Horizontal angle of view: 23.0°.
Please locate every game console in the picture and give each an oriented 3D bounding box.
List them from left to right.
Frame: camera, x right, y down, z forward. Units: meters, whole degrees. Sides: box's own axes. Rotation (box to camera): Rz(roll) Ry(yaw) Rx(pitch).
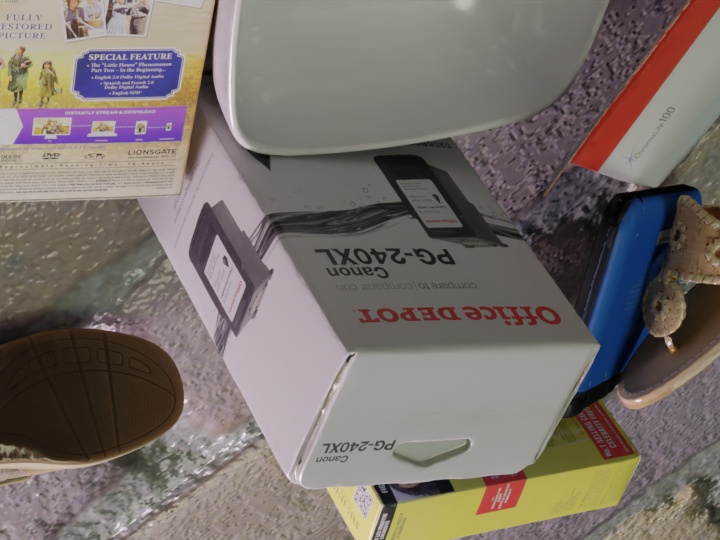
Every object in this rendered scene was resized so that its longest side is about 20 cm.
[{"bbox_3d":[0.102,0.022,1.009,0.200,0.118,0.172,-12,119,-68],"label":"game console"}]

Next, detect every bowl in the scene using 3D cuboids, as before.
[{"bbox_3d":[0.022,-0.154,0.801,0.199,0.075,0.200,-11,136,-27],"label":"bowl"}]

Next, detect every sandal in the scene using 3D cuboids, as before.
[{"bbox_3d":[0.202,-0.022,0.959,0.212,0.078,0.070,-40,106,0],"label":"sandal"}]

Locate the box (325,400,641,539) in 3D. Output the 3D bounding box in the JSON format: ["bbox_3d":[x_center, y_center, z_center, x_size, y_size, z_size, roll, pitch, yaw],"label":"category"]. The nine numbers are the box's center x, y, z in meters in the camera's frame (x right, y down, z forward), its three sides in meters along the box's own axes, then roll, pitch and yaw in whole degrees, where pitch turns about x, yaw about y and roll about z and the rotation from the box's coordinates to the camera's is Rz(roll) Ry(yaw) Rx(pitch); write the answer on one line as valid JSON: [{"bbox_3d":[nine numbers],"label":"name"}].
[{"bbox_3d":[0.077,0.125,1.131,0.199,0.075,0.050,-5,133,-30],"label":"box"}]

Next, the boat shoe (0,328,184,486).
[{"bbox_3d":[-0.189,0.078,0.912,0.199,0.073,0.065,-13,174,-30],"label":"boat shoe"}]

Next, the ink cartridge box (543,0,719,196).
[{"bbox_3d":[0.176,-0.108,0.896,0.160,0.047,0.200,-55,173,26],"label":"ink cartridge box"}]

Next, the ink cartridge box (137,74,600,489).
[{"bbox_3d":[0.000,0.000,0.845,0.145,0.200,0.084,0,131,-34],"label":"ink cartridge box"}]

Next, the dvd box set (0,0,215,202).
[{"bbox_3d":[-0.135,-0.114,0.754,0.146,0.029,0.201,-4,134,-20],"label":"dvd box set"}]
